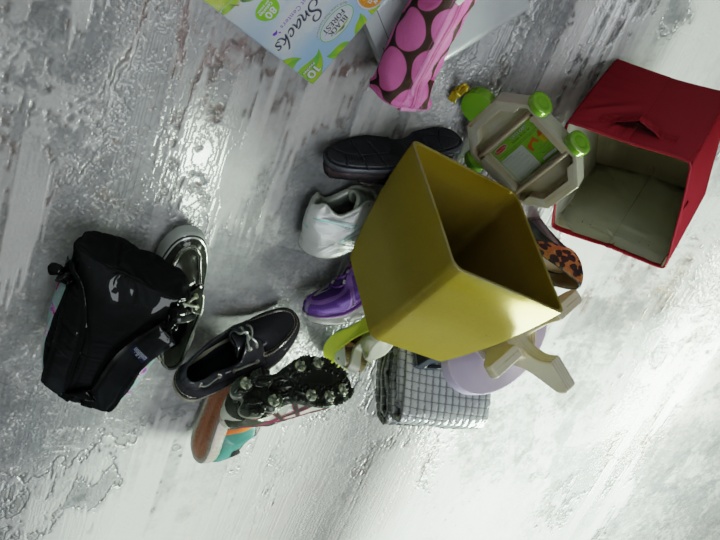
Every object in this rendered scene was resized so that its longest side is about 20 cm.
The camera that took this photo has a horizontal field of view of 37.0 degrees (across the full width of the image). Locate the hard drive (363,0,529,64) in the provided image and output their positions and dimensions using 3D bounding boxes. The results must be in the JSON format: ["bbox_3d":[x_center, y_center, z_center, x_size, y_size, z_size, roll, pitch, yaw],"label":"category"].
[{"bbox_3d":[0.100,-0.314,1.275,0.198,0.027,0.133,-32,137,-2],"label":"hard drive"}]

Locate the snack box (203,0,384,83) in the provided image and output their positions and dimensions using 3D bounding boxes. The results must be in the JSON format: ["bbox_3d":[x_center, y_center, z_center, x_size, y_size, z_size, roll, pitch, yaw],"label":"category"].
[{"bbox_3d":[-0.077,-0.311,1.150,0.142,0.053,0.199,-45,136,14],"label":"snack box"}]

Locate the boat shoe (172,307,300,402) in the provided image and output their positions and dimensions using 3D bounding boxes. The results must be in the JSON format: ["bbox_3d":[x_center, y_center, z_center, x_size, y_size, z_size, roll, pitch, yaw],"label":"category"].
[{"bbox_3d":[-0.158,0.107,1.432,0.198,0.073,0.063,-31,170,-23],"label":"boat shoe"}]

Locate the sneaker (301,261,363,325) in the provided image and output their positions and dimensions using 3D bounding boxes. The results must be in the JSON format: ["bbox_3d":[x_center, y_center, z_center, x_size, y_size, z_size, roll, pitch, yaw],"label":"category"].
[{"bbox_3d":[0.000,0.000,1.476,0.198,0.080,0.084,-33,125,-15],"label":"sneaker"}]

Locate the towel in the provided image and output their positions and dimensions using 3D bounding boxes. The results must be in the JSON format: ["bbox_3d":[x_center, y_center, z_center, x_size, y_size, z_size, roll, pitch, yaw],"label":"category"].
[{"bbox_3d":[0.105,0.128,1.571,0.163,0.204,0.085,9,167,-29],"label":"towel"}]

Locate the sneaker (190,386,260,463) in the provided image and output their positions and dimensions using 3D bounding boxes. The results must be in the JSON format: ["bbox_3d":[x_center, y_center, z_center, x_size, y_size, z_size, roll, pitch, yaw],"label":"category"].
[{"bbox_3d":[-0.174,0.192,1.537,0.079,0.072,0.202,1,130,-41],"label":"sneaker"}]

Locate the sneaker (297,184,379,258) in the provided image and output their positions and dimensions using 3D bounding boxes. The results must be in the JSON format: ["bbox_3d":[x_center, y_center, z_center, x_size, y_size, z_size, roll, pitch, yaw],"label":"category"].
[{"bbox_3d":[0.016,-0.069,1.412,0.197,0.071,0.081,-9,129,-24],"label":"sneaker"}]

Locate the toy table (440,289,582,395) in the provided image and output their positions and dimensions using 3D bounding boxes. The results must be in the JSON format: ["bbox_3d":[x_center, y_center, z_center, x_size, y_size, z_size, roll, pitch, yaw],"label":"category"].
[{"bbox_3d":[0.211,0.087,1.472,0.184,0.117,0.201,47,64,-15],"label":"toy table"}]

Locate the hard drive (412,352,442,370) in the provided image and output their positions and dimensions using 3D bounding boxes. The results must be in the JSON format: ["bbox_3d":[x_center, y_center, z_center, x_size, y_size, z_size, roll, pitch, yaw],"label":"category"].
[{"bbox_3d":[0.161,0.070,1.538,0.197,0.138,0.042,-2,172,-30],"label":"hard drive"}]

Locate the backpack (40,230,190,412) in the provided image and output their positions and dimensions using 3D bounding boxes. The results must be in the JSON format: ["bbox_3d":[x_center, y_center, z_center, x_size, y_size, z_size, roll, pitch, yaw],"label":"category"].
[{"bbox_3d":[-0.298,0.067,1.286,0.165,0.127,0.202,28,117,-2],"label":"backpack"}]

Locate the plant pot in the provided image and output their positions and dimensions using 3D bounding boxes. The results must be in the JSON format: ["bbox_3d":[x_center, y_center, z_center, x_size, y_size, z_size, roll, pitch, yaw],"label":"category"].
[{"bbox_3d":[0.099,-0.002,1.338,0.198,0.202,0.176,21,130,-38],"label":"plant pot"}]

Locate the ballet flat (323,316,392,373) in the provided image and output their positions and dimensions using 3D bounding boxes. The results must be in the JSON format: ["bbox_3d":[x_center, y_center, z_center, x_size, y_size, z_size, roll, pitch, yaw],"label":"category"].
[{"bbox_3d":[0.005,0.105,1.511,0.066,0.068,0.199,27,139,-24],"label":"ballet flat"}]

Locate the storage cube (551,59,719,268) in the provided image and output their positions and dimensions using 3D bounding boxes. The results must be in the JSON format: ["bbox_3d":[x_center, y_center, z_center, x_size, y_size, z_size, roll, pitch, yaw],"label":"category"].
[{"bbox_3d":[0.373,-0.147,1.435,0.180,0.169,0.202,-48,150,-40],"label":"storage cube"}]

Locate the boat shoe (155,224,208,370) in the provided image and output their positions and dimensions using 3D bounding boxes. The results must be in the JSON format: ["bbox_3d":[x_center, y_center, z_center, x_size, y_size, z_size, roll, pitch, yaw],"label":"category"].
[{"bbox_3d":[-0.226,0.037,1.363,0.070,0.064,0.202,-5,130,-27],"label":"boat shoe"}]

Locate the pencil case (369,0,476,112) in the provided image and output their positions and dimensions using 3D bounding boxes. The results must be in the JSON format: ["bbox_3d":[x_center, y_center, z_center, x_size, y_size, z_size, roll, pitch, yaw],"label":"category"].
[{"bbox_3d":[0.083,-0.272,1.214,0.090,0.094,0.202,5,126,-34],"label":"pencil case"}]

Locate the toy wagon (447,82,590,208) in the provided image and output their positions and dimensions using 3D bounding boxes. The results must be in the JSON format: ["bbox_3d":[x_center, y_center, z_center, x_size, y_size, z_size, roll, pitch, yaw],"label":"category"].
[{"bbox_3d":[0.197,-0.171,1.384,0.040,0.200,0.155,-49,-173,-39],"label":"toy wagon"}]

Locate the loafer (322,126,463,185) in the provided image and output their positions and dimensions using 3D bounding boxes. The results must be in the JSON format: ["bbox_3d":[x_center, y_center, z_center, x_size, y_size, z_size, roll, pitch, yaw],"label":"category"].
[{"bbox_3d":[0.041,-0.133,1.372,0.197,0.072,0.064,-12,138,-26],"label":"loafer"}]

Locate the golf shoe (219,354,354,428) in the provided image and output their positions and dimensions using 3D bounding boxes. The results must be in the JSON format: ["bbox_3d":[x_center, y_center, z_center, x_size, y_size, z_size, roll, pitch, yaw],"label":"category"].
[{"bbox_3d":[-0.103,0.170,1.473,0.197,0.078,0.088,-4,152,-35],"label":"golf shoe"}]

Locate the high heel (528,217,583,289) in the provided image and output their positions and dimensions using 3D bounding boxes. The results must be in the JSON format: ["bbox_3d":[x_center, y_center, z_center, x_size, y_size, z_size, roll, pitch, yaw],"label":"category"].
[{"bbox_3d":[0.214,-0.009,1.530,0.197,0.143,0.072,-14,134,-20],"label":"high heel"}]
